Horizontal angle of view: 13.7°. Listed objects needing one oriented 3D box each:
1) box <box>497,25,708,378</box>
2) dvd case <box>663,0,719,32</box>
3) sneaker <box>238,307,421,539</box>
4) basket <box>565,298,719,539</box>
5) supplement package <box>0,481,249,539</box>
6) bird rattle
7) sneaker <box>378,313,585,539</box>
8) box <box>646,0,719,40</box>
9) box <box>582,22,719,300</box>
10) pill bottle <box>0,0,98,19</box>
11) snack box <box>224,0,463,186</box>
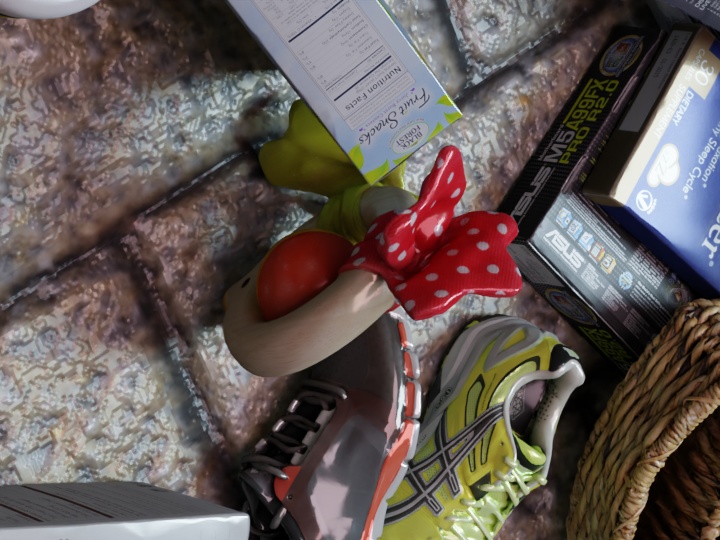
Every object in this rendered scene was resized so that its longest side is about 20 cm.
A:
[{"bbox_3d":[0.185,-0.023,1.804,0.200,0.044,0.161,43,70,-32],"label":"box"},{"bbox_3d":[0.255,-0.184,1.663,0.200,0.016,0.149,22,120,-41],"label":"dvd case"},{"bbox_3d":[-0.023,0.103,1.654,0.082,0.077,0.201,9,90,-29],"label":"sneaker"},{"bbox_3d":[0.221,0.135,1.744,0.142,0.149,0.201,4,121,-33],"label":"basket"},{"bbox_3d":[-0.170,0.175,1.529,0.199,0.117,0.118,0,97,-35],"label":"supplement package"},{"bbox_3d":[0.000,0.000,1.595,0.163,0.200,0.113,-41,120,3],"label":"bird rattle"},{"bbox_3d":[0.062,0.120,1.713,0.075,0.076,0.201,28,81,-36],"label":"sneaker"},{"bbox_3d":[0.215,-0.240,1.756,0.132,0.115,0.200,-44,118,-24],"label":"box"},{"bbox_3d":[0.228,-0.042,1.787,0.200,0.032,0.121,39,73,-34],"label":"box"},{"bbox_3d":[-0.195,-0.178,1.417,0.112,0.200,0.113,-5,99,-35],"label":"pill bottle"},{"bbox_3d":[-0.044,-0.162,1.543,0.068,0.169,0.200,-38,118,4],"label":"snack box"}]
